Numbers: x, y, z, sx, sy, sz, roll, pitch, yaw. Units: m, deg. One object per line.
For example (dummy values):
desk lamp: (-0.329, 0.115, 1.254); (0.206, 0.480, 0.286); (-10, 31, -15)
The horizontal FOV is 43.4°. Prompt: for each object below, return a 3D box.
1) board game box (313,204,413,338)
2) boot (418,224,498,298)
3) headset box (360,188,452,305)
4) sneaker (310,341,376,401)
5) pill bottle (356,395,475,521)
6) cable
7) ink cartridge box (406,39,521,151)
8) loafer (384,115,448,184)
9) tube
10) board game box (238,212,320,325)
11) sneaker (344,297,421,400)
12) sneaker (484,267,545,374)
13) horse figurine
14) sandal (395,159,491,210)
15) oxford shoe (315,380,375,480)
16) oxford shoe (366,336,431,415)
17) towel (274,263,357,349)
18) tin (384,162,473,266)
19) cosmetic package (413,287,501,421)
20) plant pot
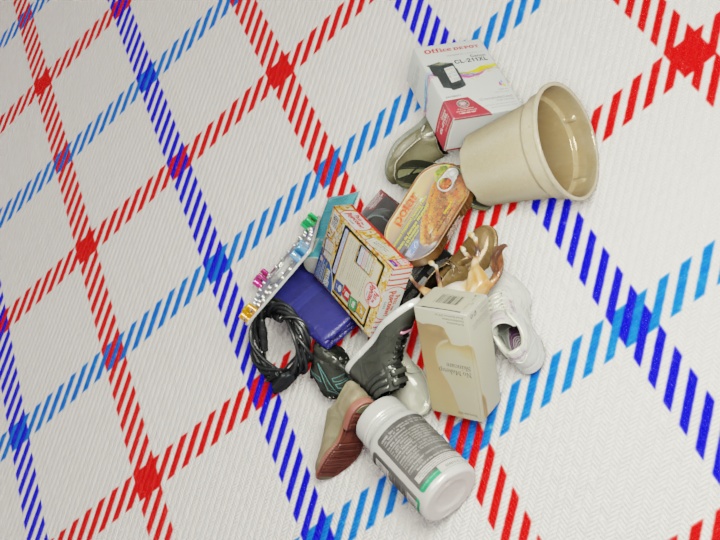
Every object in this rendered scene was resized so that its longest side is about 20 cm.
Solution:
board game box: (0.000, 0.000, 1.615); (0.200, 0.046, 0.153); (48, 131, 38)
boot: (0.172, 0.001, 1.591); (0.073, 0.075, 0.201); (31, 89, 41)
headset box: (0.051, -0.042, 1.693); (0.149, 0.077, 0.200); (-48, 53, 8)
sneaker: (-0.024, 0.206, 1.653); (0.200, 0.075, 0.080); (37, 111, 42)
pill bottle: (0.086, 0.304, 1.493); (0.113, 0.113, 0.200); (-52, 51, 5)
cable: (-0.151, 0.132, 1.720); (0.200, 0.050, 0.164); (-51, 54, 47)
ink cartridge box: (0.188, -0.327, 1.671); (0.144, 0.083, 0.201); (-12, 55, -17)
loafer: (0.126, -0.240, 1.727); (0.200, 0.075, 0.070); (-49, 47, 7)
tube: (-0.060, -0.082, 1.785); (0.077, 0.051, 0.201); (-5, 46, 28)
board game box: (-0.156, -0.009, 1.756); (0.200, 0.026, 0.200); (-49, 13, 19)
sneaker: (0.063, 0.140, 1.539); (0.099, 0.070, 0.200); (50, 119, 21)
sneaker: (0.244, 0.069, 1.495); (0.075, 0.099, 0.201); (-34, 53, 20)
horse figurine: (0.163, 0.023, 1.521); (0.199, 0.050, 0.134); (-29, 61, 18)
sandal: (0.161, -0.155, 1.676); (0.200, 0.058, 0.080); (19, 60, 28)
oxford shoe: (-0.034, 0.283, 1.595); (0.075, 0.070, 0.201); (53, 124, 42)
oxford shoe: (0.063, 0.172, 1.604); (0.075, 0.058, 0.201); (-36, 55, 14)
towel: (-0.070, 0.056, 1.733); (0.147, 0.050, 0.200); (-41, 47, -13)
tin: (0.121, -0.099, 1.601); (0.111, 0.042, 0.201); (28, 79, 28)
cosmetic package: (0.158, 0.136, 1.466); (0.104, 0.202, 0.071); (7, 30, 37)
plant pot: (0.277, -0.195, 1.544); (0.182, 0.200, 0.202); (-15, 62, 41)
